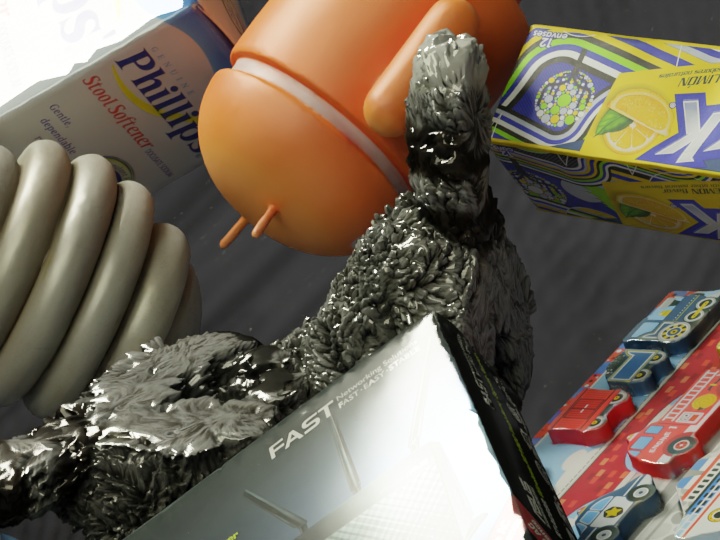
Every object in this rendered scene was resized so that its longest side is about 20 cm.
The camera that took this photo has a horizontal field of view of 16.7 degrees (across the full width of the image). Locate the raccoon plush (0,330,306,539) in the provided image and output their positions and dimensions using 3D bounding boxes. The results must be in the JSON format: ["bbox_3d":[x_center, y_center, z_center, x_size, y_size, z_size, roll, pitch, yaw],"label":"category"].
[{"bbox_3d":[-0.086,0.108,1.001,0.198,0.135,0.097,-9,30,1],"label":"raccoon plush"}]

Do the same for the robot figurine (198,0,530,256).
[{"bbox_3d":[0.002,-0.091,1.151,0.143,0.117,0.200,29,76,35],"label":"robot figurine"}]

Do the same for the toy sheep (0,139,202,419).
[{"bbox_3d":[-0.141,0.006,1.139,0.138,0.199,0.139,-159,90,-77],"label":"toy sheep"}]

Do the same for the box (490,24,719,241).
[{"bbox_3d":[0.160,-0.054,1.069,0.199,0.070,0.065,10,68,33],"label":"box"}]

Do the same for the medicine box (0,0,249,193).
[{"bbox_3d":[-0.165,-0.120,1.268,0.199,0.103,0.183,-29,51,10],"label":"medicine box"}]

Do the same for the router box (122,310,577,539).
[{"bbox_3d":[-0.017,0.126,0.876,0.199,0.062,0.150,-37,32,9],"label":"router box"}]

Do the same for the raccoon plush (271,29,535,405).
[{"bbox_3d":[0.000,0.000,1.071,0.133,0.097,0.202,0,90,25],"label":"raccoon plush"}]

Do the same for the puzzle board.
[{"bbox_3d":[0.131,0.062,0.967,0.150,0.017,0.200,-1,32,45],"label":"puzzle board"}]

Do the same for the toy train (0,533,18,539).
[{"bbox_3d":[-0.211,0.138,1.126,0.113,0.087,0.201,-17,53,-1],"label":"toy train"}]
